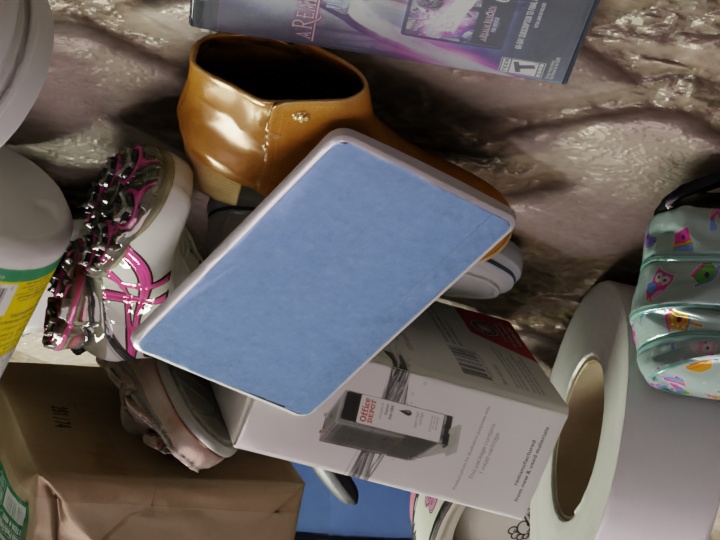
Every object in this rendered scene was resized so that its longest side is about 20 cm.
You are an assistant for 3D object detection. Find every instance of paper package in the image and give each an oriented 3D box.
[{"bbox_3d":[-0.152,0.143,1.523,0.190,0.104,0.200,4,-162,-21],"label":"paper package"}]

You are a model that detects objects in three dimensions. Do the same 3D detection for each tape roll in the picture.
[{"bbox_3d":[0.167,0.111,1.456,0.071,0.203,0.203,11,156,-10],"label":"tape roll"}]

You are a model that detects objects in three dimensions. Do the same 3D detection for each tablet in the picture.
[{"bbox_3d":[-0.022,0.005,1.292,0.130,0.014,0.200,24,128,-31],"label":"tablet"}]

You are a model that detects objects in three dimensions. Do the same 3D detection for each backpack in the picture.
[{"bbox_3d":[0.253,0.016,1.312,0.199,0.127,0.167,5,160,12],"label":"backpack"}]

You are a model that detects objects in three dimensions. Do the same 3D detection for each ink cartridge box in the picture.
[{"bbox_3d":[0.010,0.069,1.464,0.199,0.083,0.147,16,-162,-18],"label":"ink cartridge box"}]

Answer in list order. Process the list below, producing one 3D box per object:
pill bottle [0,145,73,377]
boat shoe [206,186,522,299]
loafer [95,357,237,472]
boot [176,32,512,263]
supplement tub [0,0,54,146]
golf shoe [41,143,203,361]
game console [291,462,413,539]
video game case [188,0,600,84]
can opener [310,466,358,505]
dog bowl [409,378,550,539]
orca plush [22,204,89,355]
[{"bbox_3d":[-0.258,0.027,1.391,0.112,0.113,0.200,17,120,-23],"label":"pill bottle"},{"bbox_3d":[0.000,0.000,1.418,0.199,0.067,0.074,11,157,-9],"label":"boat shoe"},{"bbox_3d":[-0.126,0.082,1.478,0.063,0.200,0.072,-42,116,6],"label":"loafer"},{"bbox_3d":[-0.002,-0.065,1.267,0.200,0.071,0.144,13,156,-4],"label":"boot"},{"bbox_3d":[-0.250,-0.137,1.080,0.145,0.146,0.200,-8,153,30],"label":"supplement tub"},{"bbox_3d":[-0.123,-0.010,1.362,0.092,0.073,0.200,12,150,-15],"label":"golf shoe"},{"bbox_3d":[-0.020,0.124,1.656,0.199,0.173,0.119,3,-177,11],"label":"game console"},{"bbox_3d":[0.018,-0.145,1.145,0.199,0.019,0.143,8,156,-3],"label":"video game case"},{"bbox_3d":[-0.039,0.083,1.586,0.200,0.063,0.079,51,178,-31],"label":"can opener"},{"bbox_3d":[0.123,0.163,1.634,0.199,0.074,0.201,-14,125,-20],"label":"dog bowl"},{"bbox_3d":[-0.210,0.009,1.483,0.105,0.071,0.200,34,119,-16],"label":"orca plush"}]
